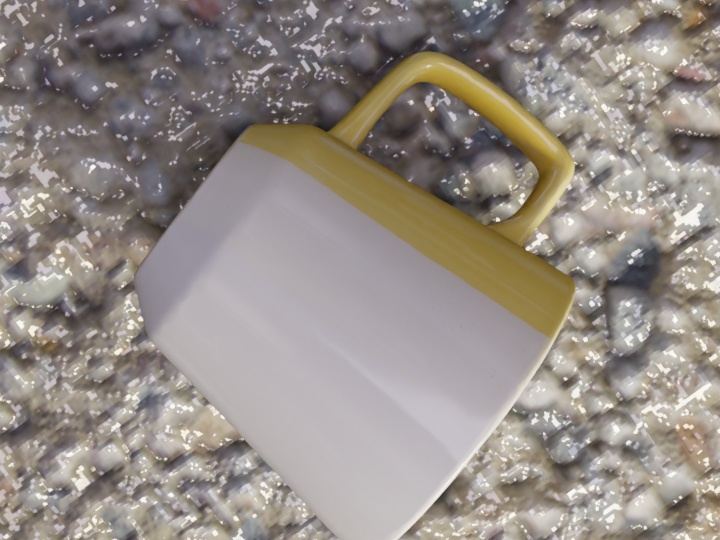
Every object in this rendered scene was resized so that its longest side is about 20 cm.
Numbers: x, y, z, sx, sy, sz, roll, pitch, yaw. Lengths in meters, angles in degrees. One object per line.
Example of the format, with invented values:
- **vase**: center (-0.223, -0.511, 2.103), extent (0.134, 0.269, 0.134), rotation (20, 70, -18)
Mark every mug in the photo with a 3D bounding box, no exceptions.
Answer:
- **mug**: center (-0.006, 0.008, 1.022), extent (0.153, 0.187, 0.150), rotation (38, 129, -3)
